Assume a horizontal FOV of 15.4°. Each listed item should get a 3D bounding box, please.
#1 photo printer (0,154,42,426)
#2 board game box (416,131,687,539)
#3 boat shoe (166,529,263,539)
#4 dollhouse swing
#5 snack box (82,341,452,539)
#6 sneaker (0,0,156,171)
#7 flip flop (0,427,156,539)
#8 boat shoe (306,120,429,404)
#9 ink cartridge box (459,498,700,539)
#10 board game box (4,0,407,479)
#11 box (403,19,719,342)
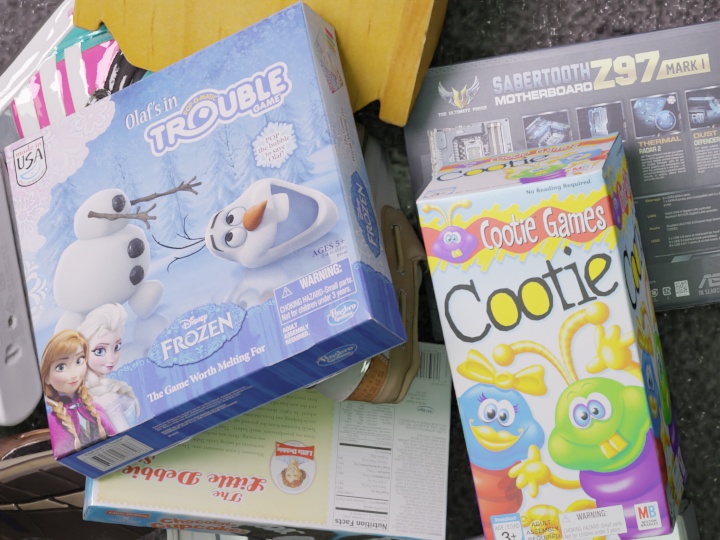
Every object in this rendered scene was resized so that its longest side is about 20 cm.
[{"bbox_3d":[-0.290,0.006,1.548,0.200,0.069,0.167,4,113,27],"label":"photo printer"},{"bbox_3d":[0.105,0.039,1.437,0.105,0.103,0.200,-10,102,13],"label":"board game box"},{"bbox_3d":[-0.101,0.100,1.549,0.066,0.072,0.200,-9,97,7],"label":"boat shoe"},{"bbox_3d":[-0.035,-0.215,1.515,0.200,0.176,0.182,16,122,6],"label":"dollhouse swing"},{"bbox_3d":[-0.050,0.090,1.479,0.200,0.037,0.116,7,69,-10],"label":"snack box"},{"bbox_3d":[-0.155,-0.074,1.551,0.121,0.084,0.200,41,97,17],"label":"sneaker"},{"bbox_3d":[-0.188,0.122,1.547,0.200,0.081,0.058,-12,45,39],"label":"flip flop"},{"bbox_3d":[0.000,0.000,1.484,0.068,0.200,0.075,24,132,-15],"label":"boat shoe"},{"bbox_3d":[0.134,0.238,1.494,0.146,0.083,0.200,-10,90,12],"label":"ink cartridge box"},{"bbox_3d":[-0.088,-0.016,1.425,0.200,0.043,0.199,-25,59,20],"label":"board game box"},{"bbox_3d":[0.129,-0.050,1.507,0.200,0.051,0.158,-9,89,12],"label":"box"}]
